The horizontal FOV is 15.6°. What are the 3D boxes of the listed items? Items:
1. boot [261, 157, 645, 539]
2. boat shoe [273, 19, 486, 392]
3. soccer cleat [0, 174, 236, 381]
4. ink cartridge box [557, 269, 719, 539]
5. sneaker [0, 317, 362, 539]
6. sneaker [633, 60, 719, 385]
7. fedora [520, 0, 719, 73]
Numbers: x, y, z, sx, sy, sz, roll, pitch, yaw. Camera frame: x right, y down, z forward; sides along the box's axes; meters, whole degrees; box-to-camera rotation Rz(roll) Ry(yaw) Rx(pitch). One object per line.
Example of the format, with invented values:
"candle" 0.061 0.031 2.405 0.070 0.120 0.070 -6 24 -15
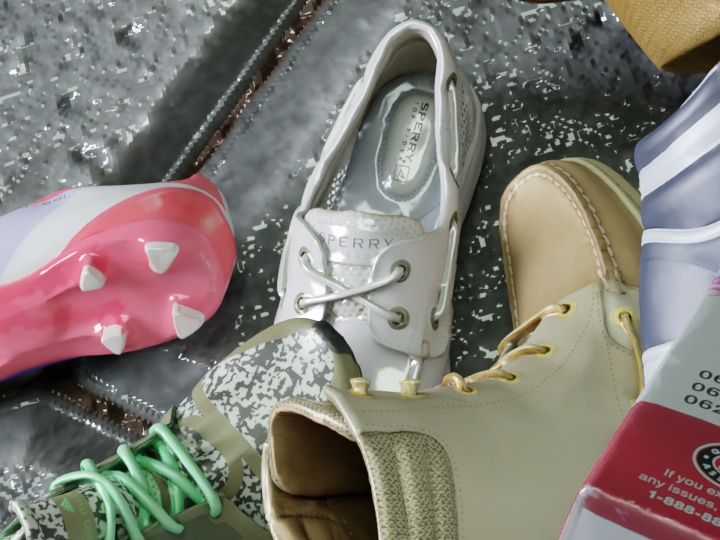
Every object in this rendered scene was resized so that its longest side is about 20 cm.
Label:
"boot" 0.039 0.042 0.874 0.154 0.073 0.201 6 57 -28
"boat shoe" 0.000 0.000 0.947 0.070 0.069 0.201 4 63 12
"soccer cleat" -0.142 0.008 0.987 0.198 0.067 0.077 -12 25 11
"ink cartridge box" 0.136 0.090 0.704 0.144 0.146 0.200 22 32 13
"sneaker" -0.080 0.090 0.879 0.200 0.089 0.077 -45 64 -1
"sneaker" 0.175 -0.023 0.815 0.199 0.070 0.109 -13 76 26
"fedora" 0.147 -0.128 0.946 0.199 0.201 0.082 -23 74 -4
